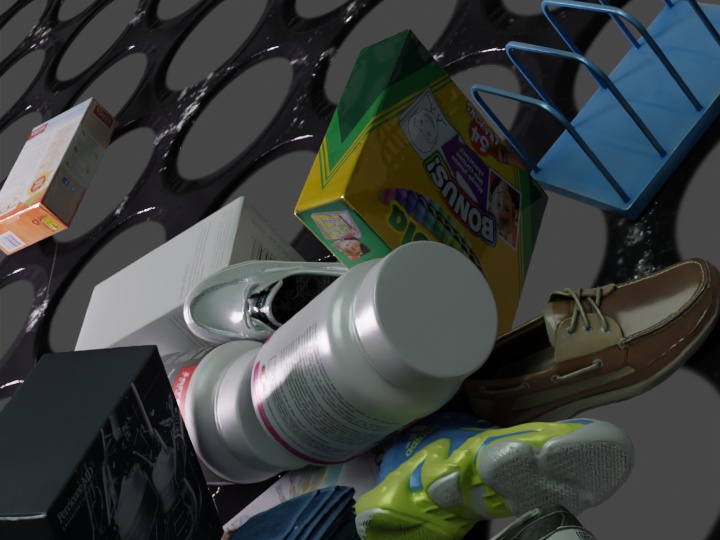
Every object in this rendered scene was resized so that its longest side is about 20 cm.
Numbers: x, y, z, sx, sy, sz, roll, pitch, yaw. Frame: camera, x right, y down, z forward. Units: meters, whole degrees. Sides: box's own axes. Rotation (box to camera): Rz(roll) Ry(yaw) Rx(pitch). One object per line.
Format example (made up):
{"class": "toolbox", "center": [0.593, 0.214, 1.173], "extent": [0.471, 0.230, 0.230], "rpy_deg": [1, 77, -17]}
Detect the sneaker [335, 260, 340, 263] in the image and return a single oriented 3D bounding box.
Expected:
{"class": "sneaker", "center": [0.000, 0.000, 1.223], "extent": [0.200, 0.084, 0.074], "rpy_deg": [-49, 30, -4]}

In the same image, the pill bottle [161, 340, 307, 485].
{"class": "pill bottle", "center": [-0.115, 0.118, 1.177], "extent": [0.199, 0.114, 0.115], "rpy_deg": [-14, 42, 52]}

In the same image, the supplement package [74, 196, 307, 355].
{"class": "supplement package", "center": [-0.152, 0.046, 1.329], "extent": [0.198, 0.117, 0.118], "rpy_deg": [-28, 34, 27]}

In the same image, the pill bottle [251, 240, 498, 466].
{"class": "pill bottle", "center": [0.008, 0.060, 1.011], "extent": [0.200, 0.113, 0.114], "rpy_deg": [-40, 22, 57]}

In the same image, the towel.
{"class": "towel", "center": [-0.081, 0.218, 0.979], "extent": [0.111, 0.049, 0.200], "rpy_deg": [-26, 10, 32]}

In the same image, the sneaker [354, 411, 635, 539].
{"class": "sneaker", "center": [0.087, 0.122, 0.967], "extent": [0.198, 0.076, 0.106], "rpy_deg": [-19, 30, 19]}

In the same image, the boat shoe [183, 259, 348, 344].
{"class": "boat shoe", "center": [-0.061, 0.023, 1.163], "extent": [0.198, 0.071, 0.071], "rpy_deg": [-5, 88, 19]}

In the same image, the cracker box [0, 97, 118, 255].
{"class": "cracker box", "center": [-0.418, -0.128, 1.938], "extent": [0.133, 0.058, 0.202], "rpy_deg": [-19, 40, 37]}

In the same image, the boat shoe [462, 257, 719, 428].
{"class": "boat shoe", "center": [0.154, 0.049, 0.978], "extent": [0.199, 0.072, 0.076], "rpy_deg": [-34, 32, 20]}

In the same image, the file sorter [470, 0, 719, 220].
{"class": "file sorter", "center": [0.203, -0.167, 1.128], "extent": [0.201, 0.123, 0.138], "rpy_deg": [-50, 29, -7]}

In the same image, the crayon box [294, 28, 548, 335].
{"class": "crayon box", "center": [0.054, -0.050, 1.097], "extent": [0.058, 0.200, 0.174], "rpy_deg": [-17, 41, 39]}

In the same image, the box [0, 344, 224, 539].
{"class": "box", "center": [-0.199, 0.187, 1.044], "extent": [0.103, 0.184, 0.201], "rpy_deg": [-6, 29, 20]}

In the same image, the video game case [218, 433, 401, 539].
{"class": "video game case", "center": [-0.036, 0.211, 1.075], "extent": [0.199, 0.022, 0.183], "rpy_deg": [-41, 30, 10]}

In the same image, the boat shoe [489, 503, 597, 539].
{"class": "boat shoe", "center": [0.064, 0.224, 0.891], "extent": [0.199, 0.071, 0.064], "rpy_deg": [-38, 30, -2]}
